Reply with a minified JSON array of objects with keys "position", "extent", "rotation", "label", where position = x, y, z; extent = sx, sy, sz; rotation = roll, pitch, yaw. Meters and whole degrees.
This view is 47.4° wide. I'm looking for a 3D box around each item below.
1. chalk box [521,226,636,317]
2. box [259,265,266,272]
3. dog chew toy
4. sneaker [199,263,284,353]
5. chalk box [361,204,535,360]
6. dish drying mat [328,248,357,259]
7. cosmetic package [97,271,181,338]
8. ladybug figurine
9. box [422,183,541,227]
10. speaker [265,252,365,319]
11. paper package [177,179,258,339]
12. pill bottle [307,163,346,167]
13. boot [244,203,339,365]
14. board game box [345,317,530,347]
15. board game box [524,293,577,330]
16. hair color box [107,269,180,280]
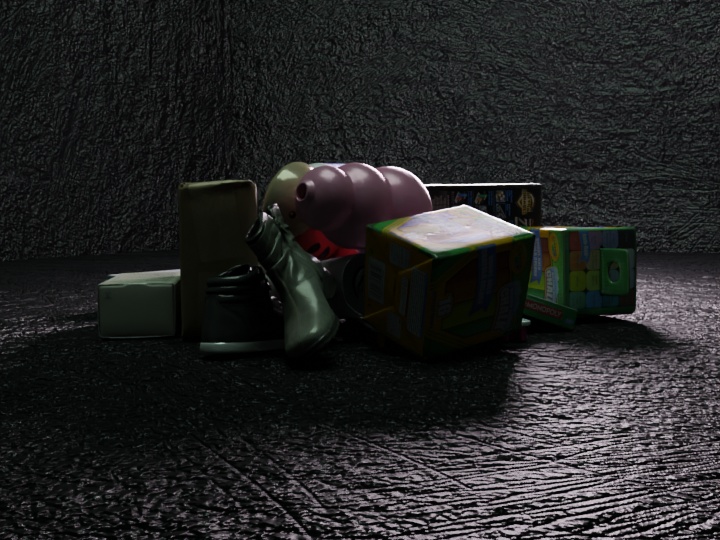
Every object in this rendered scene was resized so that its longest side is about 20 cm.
[{"position":[0.320,-0.001,1.201],"extent":[0.122,0.127,0.200],"rotation":[-2,3,-17],"label":"chalk box"},{"position":[-0.094,-0.001,1.377],"extent":[0.197,0.126,0.097],"rotation":[-2,5,-20],"label":"box"},{"position":[0.000,-0.079,1.036],"extent":[0.124,0.126,0.199],"rotation":[4,-5,45],"label":"dog chew toy"},{"position":[-0.107,0.041,0.982],"extent":[0.070,0.101,0.199],"rotation":[0,1,41],"label":"sneaker"},{"position":[0.116,0.005,0.952],"extent":[0.198,0.127,0.124],"rotation":[-13,27,-33],"label":"chalk box"},{"position":[0.000,0.000,1.135],"extent":[0.199,0.018,0.077],"rotation":[9,54,50],"label":"dish drying mat"},{"position":[-0.303,0.045,1.157],"extent":[0.104,0.072,0.200],"rotation":[-1,4,-6],"label":"cosmetic package"},{"position":[-0.070,-0.070,1.126],"extent":[0.071,0.137,0.200],"rotation":[17,-9,19],"label":"ladybug figurine"},{"position":[0.192,-0.039,1.326],"extent":[0.195,0.203,0.050],"rotation":[-2,6,-4],"label":"box"},{"position":[-0.053,0.027,1.088],"extent":[0.080,0.082,0.199],"rotation":[-4,-4,-40],"label":"speaker"},{"position":[-0.193,-0.019,1.120],"extent":[0.102,0.203,0.191],"rotation":[-2,5,-10],"label":"paper package"},{"position":[-0.057,-0.118,1.334],"extent":[0.110,0.114,0.200],"rotation":[0,6,17],"label":"pill bottle"},{"position":[-0.087,0.010,0.911],"extent":[0.067,0.131,0.201],"rotation":[-33,22,13],"label":"boot"},{"position":[0.092,0.069,1.071],"extent":[0.197,0.026,0.200],"rotation":[-1,4,-13],"label":"board game box"},{"position":[0.195,0.041,1.153],"extent":[0.133,0.029,0.200],"rotation":[18,-2,-18],"label":"board game box"},{"position":[-0.323,0.032,1.416],"extent":[0.198,0.062,0.098],"rotation":[-6,7,-44],"label":"hair color box"}]
